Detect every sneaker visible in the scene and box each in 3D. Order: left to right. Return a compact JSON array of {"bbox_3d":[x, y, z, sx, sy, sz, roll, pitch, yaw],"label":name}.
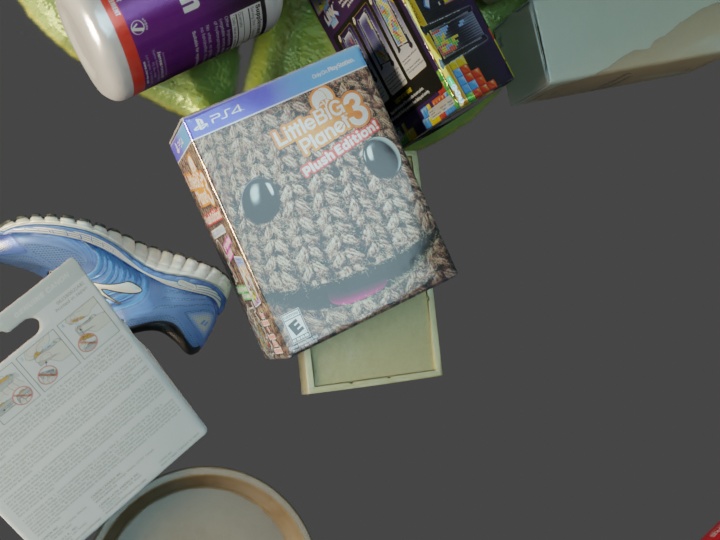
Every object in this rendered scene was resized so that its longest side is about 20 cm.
[{"bbox_3d":[-0.206,0.015,0.918,0.197,0.078,0.090,19,78,-14],"label":"sneaker"}]

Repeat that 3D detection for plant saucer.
[{"bbox_3d":[-0.130,0.262,0.941,0.197,0.029,0.203,1,85,-16],"label":"plant saucer"}]

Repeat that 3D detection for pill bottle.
[{"bbox_3d":[-0.142,-0.228,0.940,0.198,0.112,0.113,-30,93,-16],"label":"pill bottle"}]

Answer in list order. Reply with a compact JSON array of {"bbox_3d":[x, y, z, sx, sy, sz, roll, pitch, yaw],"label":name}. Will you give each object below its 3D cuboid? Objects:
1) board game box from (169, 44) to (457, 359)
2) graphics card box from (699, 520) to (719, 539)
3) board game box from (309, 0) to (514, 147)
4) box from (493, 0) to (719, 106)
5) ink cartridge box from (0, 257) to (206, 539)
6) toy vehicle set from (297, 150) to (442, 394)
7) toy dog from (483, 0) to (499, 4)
[{"bbox_3d":[-0.040,-0.052,0.932,0.158,0.097,0.202,-26,92,-16],"label":"board game box"},{"bbox_3d":[0.403,0.313,1.077,0.125,0.051,0.201,-37,94,-16],"label":"graphics card box"},{"bbox_3d":[0.034,-0.196,0.942,0.056,0.200,0.167,-28,93,-14],"label":"board game box"},{"bbox_3d":[0.233,-0.214,1.057,0.197,0.095,0.079,-13,89,-15],"label":"box"},{"bbox_3d":[-0.230,0.104,0.870,0.162,0.057,0.201,-40,122,-13],"label":"ink cartridge box"},{"bbox_3d":[0.000,0.000,1.003,0.122,0.026,0.203,-5,86,-16],"label":"toy vehicle set"},{"bbox_3d":[0.145,-0.353,1.038,0.191,0.139,0.203,-12,89,20],"label":"toy dog"}]
